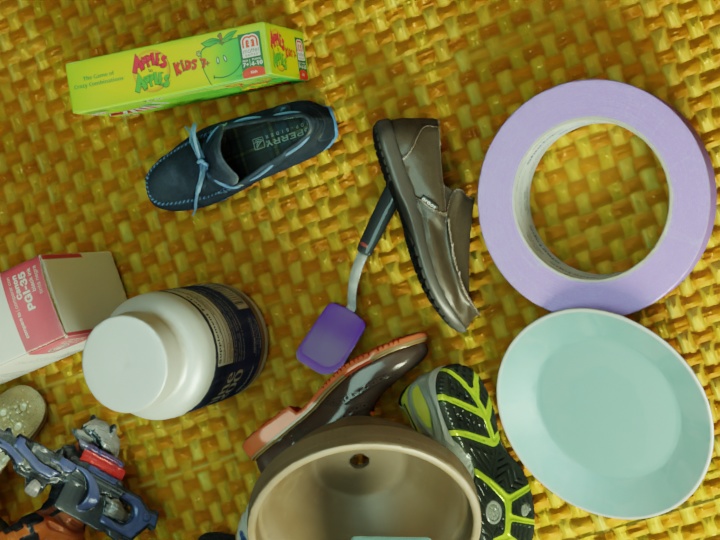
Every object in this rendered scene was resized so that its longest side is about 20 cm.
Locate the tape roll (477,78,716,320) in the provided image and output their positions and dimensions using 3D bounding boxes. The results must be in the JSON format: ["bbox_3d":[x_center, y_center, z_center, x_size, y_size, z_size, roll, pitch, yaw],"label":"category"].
[{"bbox_3d":[0.203,-0.061,1.312,0.197,0.066,0.203,1,95,18],"label":"tape roll"}]

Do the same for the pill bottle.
[{"bbox_3d":[-0.166,0.073,1.370,0.109,0.200,0.113,1,94,18],"label":"pill bottle"}]

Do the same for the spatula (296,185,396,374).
[{"bbox_3d":[0.000,0.000,1.399,0.056,0.020,0.202,29,99,39],"label":"spatula"}]

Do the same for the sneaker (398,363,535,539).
[{"bbox_3d":[0.096,0.183,1.370,0.076,0.075,0.203,-16,91,49],"label":"sneaker"}]

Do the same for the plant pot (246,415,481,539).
[{"bbox_3d":[0.001,0.192,1.319,0.198,0.093,0.203,-2,128,-3],"label":"plant pot"}]

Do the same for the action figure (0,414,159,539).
[{"bbox_3d":[-0.306,0.216,1.461,0.200,0.104,0.194,41,79,-19],"label":"action figure"}]

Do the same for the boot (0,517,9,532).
[{"bbox_3d":[-0.418,0.199,1.527,0.198,0.075,0.098,27,104,17],"label":"boot"}]

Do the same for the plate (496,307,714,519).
[{"bbox_3d":[0.211,0.121,1.314,0.198,0.026,0.203,14,119,26],"label":"plate"}]

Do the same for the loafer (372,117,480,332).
[{"bbox_3d":[0.072,-0.045,1.350,0.070,0.073,0.203,-19,95,-2],"label":"loafer"}]

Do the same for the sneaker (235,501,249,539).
[{"bbox_3d":[-0.020,0.254,1.399,0.198,0.075,0.089,24,100,15],"label":"sneaker"}]

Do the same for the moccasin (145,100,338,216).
[{"bbox_3d":[-0.120,-0.114,1.412,0.198,0.068,0.081,-26,85,18],"label":"moccasin"}]

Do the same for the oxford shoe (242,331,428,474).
[{"bbox_3d":[-0.010,0.129,1.386,0.199,0.071,0.073,-37,80,12],"label":"oxford shoe"}]

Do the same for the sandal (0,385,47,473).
[{"bbox_3d":[-0.382,0.197,1.471,0.077,0.070,0.213,33,76,7],"label":"sandal"}]

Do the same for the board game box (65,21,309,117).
[{"bbox_3d":[-0.157,-0.182,1.403,0.197,0.101,0.048,-9,91,18],"label":"board game box"}]

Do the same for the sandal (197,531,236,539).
[{"bbox_3d":[-0.079,0.319,1.427,0.199,0.075,0.048,33,124,13],"label":"sandal"}]

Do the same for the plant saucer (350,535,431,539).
[{"bbox_3d":[0.018,0.309,1.339,0.069,0.019,0.202,2,127,-6],"label":"plant saucer"}]

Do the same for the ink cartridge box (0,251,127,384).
[{"bbox_3d":[-0.337,0.056,1.453,0.198,0.146,0.084,-22,86,18],"label":"ink cartridge box"}]
